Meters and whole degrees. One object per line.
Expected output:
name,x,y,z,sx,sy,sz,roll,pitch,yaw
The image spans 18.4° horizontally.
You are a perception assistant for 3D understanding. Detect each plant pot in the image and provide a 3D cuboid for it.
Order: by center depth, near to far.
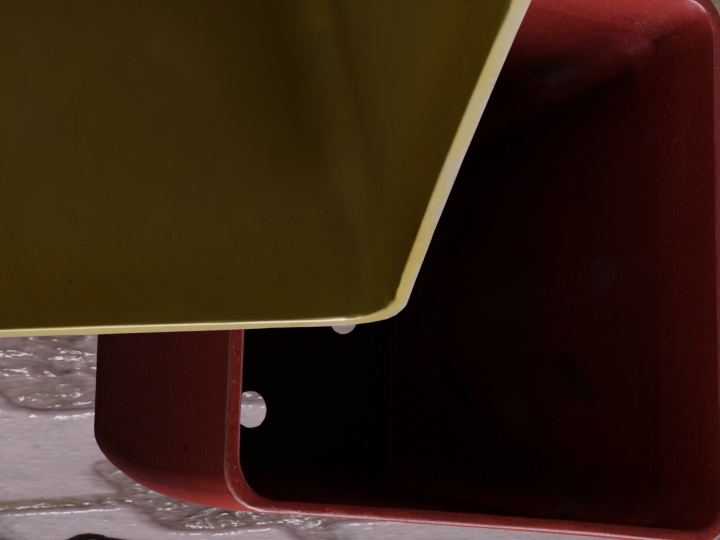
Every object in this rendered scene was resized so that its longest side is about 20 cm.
plant pot,-0.082,-0.101,0.537,0.199,0.177,0.200,-2,159,-9
plant pot,0.000,0.000,0.811,0.199,0.201,0.176,8,166,-31
